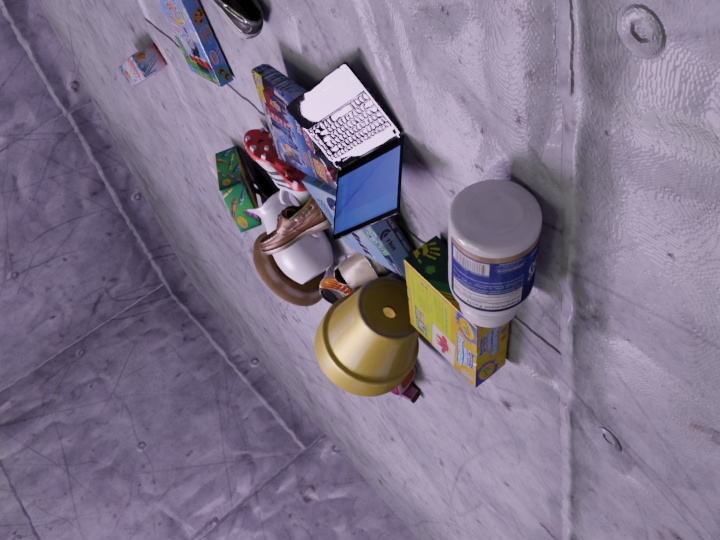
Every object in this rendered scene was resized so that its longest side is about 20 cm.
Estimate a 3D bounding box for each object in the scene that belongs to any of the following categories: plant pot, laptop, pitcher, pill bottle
[{"bbox_3d":[-0.149,-0.013,1.789,0.200,0.200,0.027,53,128,4],"label":"plant pot"},{"bbox_3d":[0.029,0.114,1.520,0.201,0.201,0.189,50,149,13],"label":"plant pot"},{"bbox_3d":[-0.030,-0.167,1.170,0.200,0.103,0.177,49,147,-15],"label":"laptop"},{"bbox_3d":[-0.132,-0.084,1.697,0.200,0.121,0.172,57,141,1],"label":"pitcher"},{"bbox_3d":[0.166,-0.012,1.012,0.111,0.111,0.200,44,161,29],"label":"pill bottle"}]

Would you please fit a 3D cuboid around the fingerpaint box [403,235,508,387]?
[{"bbox_3d":[0.153,0.067,1.269,0.167,0.073,0.200,45,162,30],"label":"fingerpaint box"}]

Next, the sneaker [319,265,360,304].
[{"bbox_3d":[0.000,0.060,1.704,0.200,0.076,0.092,44,-154,-21],"label":"sneaker"}]

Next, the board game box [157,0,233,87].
[{"bbox_3d":[-0.335,-0.474,1.587,0.151,0.037,0.200,36,155,47],"label":"board game box"}]

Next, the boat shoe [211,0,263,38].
[{"bbox_3d":[-0.223,-0.461,1.266,0.200,0.071,0.064,47,165,-5],"label":"boat shoe"}]

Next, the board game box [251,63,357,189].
[{"bbox_3d":[-0.081,-0.230,1.339,0.200,0.062,0.200,40,157,34],"label":"board game box"}]

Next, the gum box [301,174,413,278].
[{"bbox_3d":[0.000,-0.086,1.392,0.200,0.045,0.170,30,160,52],"label":"gum box"}]

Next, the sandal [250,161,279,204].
[{"bbox_3d":[-0.220,-0.177,1.846,0.076,0.043,0.200,46,162,24],"label":"sandal"}]

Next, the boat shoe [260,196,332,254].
[{"bbox_3d":[-0.132,-0.098,1.588,0.200,0.072,0.068,-26,115,30],"label":"boat shoe"}]

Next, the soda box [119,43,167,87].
[{"bbox_3d":[-0.553,-0.517,2.030,0.064,0.068,0.200,59,161,-17],"label":"soda box"}]

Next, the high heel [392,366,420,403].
[{"bbox_3d":[0.076,0.237,1.813,0.096,0.067,0.200,32,158,27],"label":"high heel"}]

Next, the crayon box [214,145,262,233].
[{"bbox_3d":[-0.282,-0.189,1.841,0.200,0.058,0.119,-111,0,-55],"label":"crayon box"}]

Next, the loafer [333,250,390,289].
[{"bbox_3d":[0.000,0.000,1.558,0.076,0.068,0.200,54,163,-2],"label":"loafer"}]

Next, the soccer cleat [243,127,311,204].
[{"bbox_3d":[-0.164,-0.208,1.601,0.200,0.069,0.085,41,156,23],"label":"soccer cleat"}]

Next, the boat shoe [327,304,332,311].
[{"bbox_3d":[0.010,0.145,1.842,0.200,0.072,0.071,46,156,-9],"label":"boat shoe"}]
